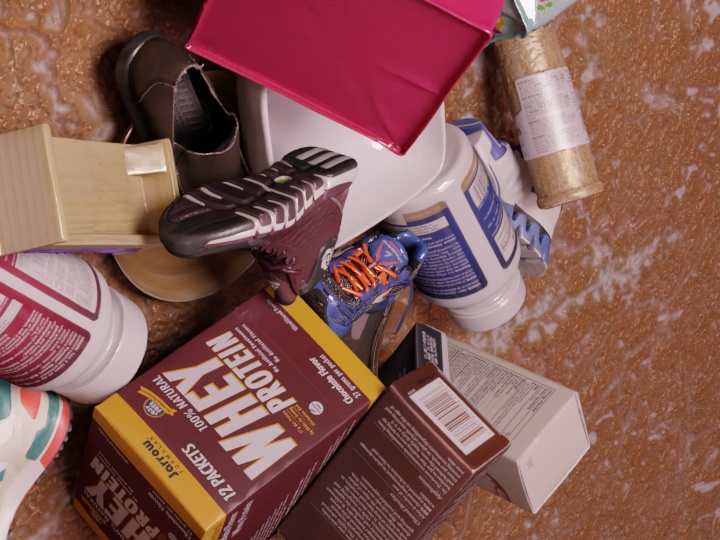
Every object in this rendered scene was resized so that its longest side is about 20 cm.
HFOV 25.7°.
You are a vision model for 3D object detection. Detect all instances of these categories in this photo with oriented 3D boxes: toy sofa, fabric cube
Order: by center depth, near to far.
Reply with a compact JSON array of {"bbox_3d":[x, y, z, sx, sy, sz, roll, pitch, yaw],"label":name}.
[{"bbox_3d":[-0.213,-0.051,1.128,0.200,0.097,0.083,-4,84,-72],"label":"toy sofa"},{"bbox_3d":[0.010,-0.243,1.172,0.200,0.196,0.200,-69,-171,-27],"label":"fabric cube"}]

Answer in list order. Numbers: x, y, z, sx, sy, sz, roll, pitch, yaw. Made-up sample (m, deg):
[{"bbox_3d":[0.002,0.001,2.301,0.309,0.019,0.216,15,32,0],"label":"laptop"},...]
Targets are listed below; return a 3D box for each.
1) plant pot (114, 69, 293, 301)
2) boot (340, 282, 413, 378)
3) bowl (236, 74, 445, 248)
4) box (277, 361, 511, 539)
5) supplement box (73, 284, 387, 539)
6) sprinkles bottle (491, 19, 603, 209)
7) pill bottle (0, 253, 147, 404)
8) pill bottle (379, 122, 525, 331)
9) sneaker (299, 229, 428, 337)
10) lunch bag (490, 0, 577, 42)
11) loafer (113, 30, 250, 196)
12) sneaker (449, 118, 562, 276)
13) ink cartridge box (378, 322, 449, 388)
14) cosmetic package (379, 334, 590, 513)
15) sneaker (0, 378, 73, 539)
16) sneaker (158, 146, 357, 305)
[{"bbox_3d":[-0.138,-0.073,1.317,0.200,0.027,0.201,-23,125,-38],"label":"plant pot"},{"bbox_3d":[-0.031,0.081,1.493,0.097,0.075,0.201,20,91,-34],"label":"boot"},{"bbox_3d":[-0.023,-0.133,1.335,0.200,0.075,0.201,-35,132,-32],"label":"bowl"},{"bbox_3d":[0.026,0.182,1.315,0.075,0.100,0.200,-24,156,-55],"label":"box"},{"bbox_3d":[-0.113,0.149,1.308,0.200,0.133,0.197,-36,164,-31],"label":"supplement box"},{"bbox_3d":[0.176,-0.162,1.519,0.068,0.068,0.201,-18,92,-41],"label":"sprinkles bottle"},{"bbox_3d":[-0.255,0.025,1.171,0.200,0.109,0.110,38,80,-49],"label":"pill bottle"},{"bbox_3d":[0.087,-0.036,1.505,0.111,0.111,0.200,-48,132,-20],"label":"pill bottle"},{"bbox_3d":[0.000,0.000,1.370,0.078,0.075,0.200,-41,177,23],"label":"sneaker"},{"bbox_3d":[0.133,-0.327,1.413,0.170,0.122,0.200,-36,106,-26],"label":"lunch bag"},{"bbox_3d":[-0.128,-0.095,1.240,0.073,0.071,0.200,-47,137,-20],"label":"loafer"},{"bbox_3d":[0.148,-0.098,1.590,0.200,0.080,0.115,52,55,-40],"label":"sneaker"},{"bbox_3d":[0.020,0.181,1.471,0.047,0.198,0.200,25,123,-20],"label":"ink cartridge box"},{"bbox_3d":[0.116,0.145,1.567,0.103,0.200,0.087,-44,135,-25],"label":"cosmetic package"},{"bbox_3d":[-0.310,0.168,1.229,0.093,0.070,0.200,32,86,-32],"label":"sneaker"},{"bbox_3d":[-0.074,-0.015,1.221,0.200,0.076,0.116,-25,130,-44],"label":"sneaker"}]
